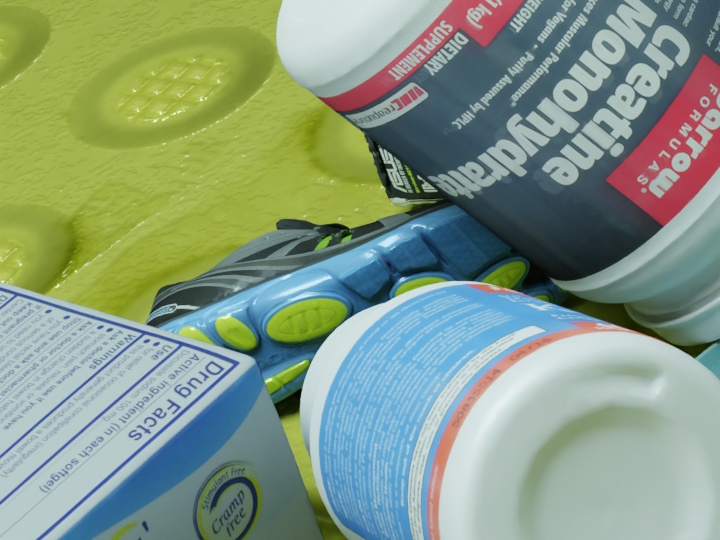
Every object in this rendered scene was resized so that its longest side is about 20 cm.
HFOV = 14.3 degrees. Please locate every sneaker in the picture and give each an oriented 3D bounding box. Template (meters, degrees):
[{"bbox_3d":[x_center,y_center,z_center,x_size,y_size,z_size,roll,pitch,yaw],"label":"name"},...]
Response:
[{"bbox_3d":[0.000,0.000,1.181,0.199,0.071,0.083,-18,34,7],"label":"sneaker"}]

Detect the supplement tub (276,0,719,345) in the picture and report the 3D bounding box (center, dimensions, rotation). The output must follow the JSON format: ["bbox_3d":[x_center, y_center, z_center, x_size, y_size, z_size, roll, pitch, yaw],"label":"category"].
[{"bbox_3d":[0.082,-0.077,1.079,0.140,0.200,0.140,-45,20,22],"label":"supplement tub"}]

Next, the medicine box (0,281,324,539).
[{"bbox_3d":[-0.148,0.103,1.076,0.200,0.103,0.182,15,46,43],"label":"medicine box"}]

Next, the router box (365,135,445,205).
[{"bbox_3d":[0.106,-0.111,1.285,0.150,0.062,0.200,-2,36,29],"label":"router box"}]

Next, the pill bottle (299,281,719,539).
[{"bbox_3d":[0.047,0.063,0.995,0.112,0.112,0.200,-29,16,-14],"label":"pill bottle"}]

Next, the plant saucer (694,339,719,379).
[{"bbox_3d":[0.193,0.068,1.012,0.200,0.027,0.200,-15,31,9],"label":"plant saucer"}]
